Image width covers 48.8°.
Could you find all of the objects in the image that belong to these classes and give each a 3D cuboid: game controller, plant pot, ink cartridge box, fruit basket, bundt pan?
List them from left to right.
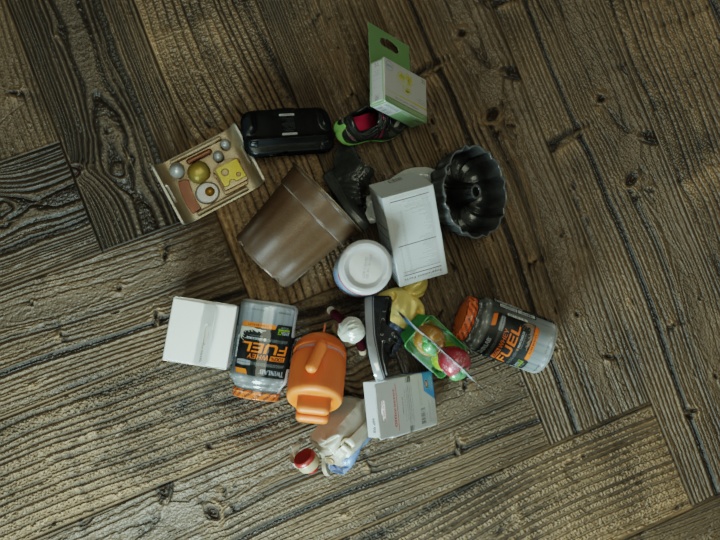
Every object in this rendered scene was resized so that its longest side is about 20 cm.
[{"bbox_3d":[-0.315,0.123,1.586,0.125,0.200,0.129,9,85,-6],"label":"ink cartridge box"},{"bbox_3d":[-0.155,-0.298,1.702,0.200,0.042,0.104,-7,72,-20],"label":"game controller"},{"bbox_3d":[-0.137,-0.084,1.633,0.198,0.200,0.200,-44,91,0],"label":"plant pot"},{"bbox_3d":[0.071,0.275,1.626,0.200,0.067,0.116,-1,84,-51],"label":"ink cartridge box"},{"bbox_3d":[0.079,-0.421,1.688,0.145,0.048,0.200,15,70,-46],"label":"ink cartridge box"},{"bbox_3d":[0.166,0.175,1.608,0.094,0.200,0.185,-45,120,3],"label":"fruit basket"},{"bbox_3d":[0.221,-0.164,1.697,0.202,0.076,0.202,3,85,-40],"label":"bundt pan"}]

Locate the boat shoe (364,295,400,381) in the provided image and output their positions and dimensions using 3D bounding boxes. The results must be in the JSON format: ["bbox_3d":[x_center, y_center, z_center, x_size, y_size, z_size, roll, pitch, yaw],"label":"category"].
[{"bbox_3d":[0.048,0.131,1.604,0.066,0.070,0.200,-10,46,7],"label":"boat shoe"}]

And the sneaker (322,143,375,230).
[{"bbox_3d":[-0.009,-0.186,1.689,0.104,0.060,0.200,-36,62,4],"label":"sneaker"}]

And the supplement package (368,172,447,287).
[{"bbox_3d":[0.100,-0.086,1.655,0.114,0.110,0.200,-15,113,-9],"label":"supplement package"}]

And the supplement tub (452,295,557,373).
[{"bbox_3d":[0.306,0.132,1.693,0.200,0.123,0.123,20,84,-4],"label":"supplement tub"}]

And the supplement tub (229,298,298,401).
[{"bbox_3d":[-0.201,0.164,1.635,0.122,0.123,0.200,8,86,-6],"label":"supplement tub"}]

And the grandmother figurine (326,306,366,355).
[{"bbox_3d":[-0.024,0.120,1.618,0.121,0.200,0.061,40,82,-3],"label":"grandmother figurine"}]

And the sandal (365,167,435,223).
[{"bbox_3d":[0.085,-0.164,1.729,0.202,0.050,0.083,-25,72,-6],"label":"sandal"}]

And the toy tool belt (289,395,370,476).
[{"bbox_3d":[-0.040,0.364,1.635,0.200,0.125,0.123,-48,121,-29],"label":"toy tool belt"}]

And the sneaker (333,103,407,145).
[{"bbox_3d":[0.039,-0.318,1.697,0.200,0.084,0.077,-25,88,-34],"label":"sneaker"}]

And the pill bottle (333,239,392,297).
[{"bbox_3d":[0.000,0.000,1.629,0.109,0.200,0.109,0,85,-6],"label":"pill bottle"}]

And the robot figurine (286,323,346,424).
[{"bbox_3d":[-0.087,0.210,1.617,0.117,0.144,0.200,-19,46,28],"label":"robot figurine"}]

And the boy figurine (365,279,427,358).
[{"bbox_3d":[0.081,0.084,1.700,0.124,0.064,0.200,27,83,-7],"label":"boy figurine"}]

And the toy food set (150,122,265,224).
[{"bbox_3d":[-0.321,-0.205,1.679,0.200,0.060,0.144,-29,89,-7],"label":"toy food set"}]
